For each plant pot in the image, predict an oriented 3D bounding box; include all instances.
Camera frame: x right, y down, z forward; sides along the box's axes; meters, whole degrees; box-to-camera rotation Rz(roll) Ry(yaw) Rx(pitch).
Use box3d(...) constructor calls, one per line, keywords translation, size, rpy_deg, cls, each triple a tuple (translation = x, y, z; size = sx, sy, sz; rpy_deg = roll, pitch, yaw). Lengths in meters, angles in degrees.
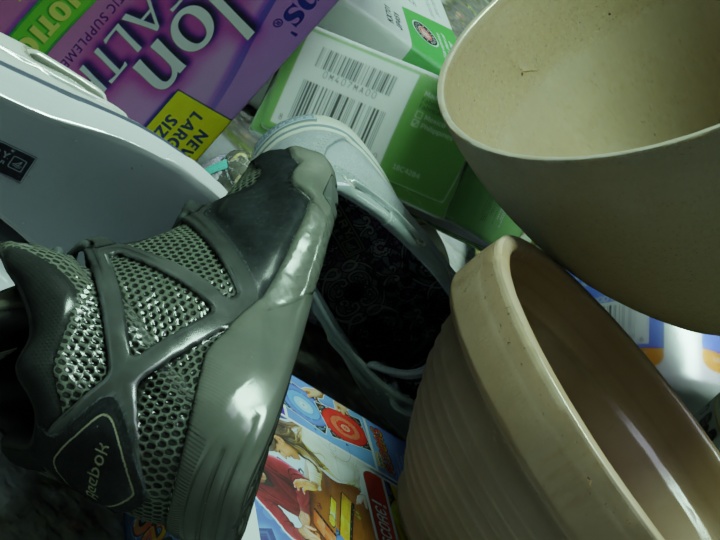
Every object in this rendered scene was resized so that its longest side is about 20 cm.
box3d(translation=(0.079, 0.093, 0.751), size=(0.201, 0.093, 0.201), rpy_deg=(49, 14, -17), cls="plant pot")
box3d(translation=(0.148, -0.052, 0.828), size=(0.200, 0.200, 0.135), rpy_deg=(-98, 164, -59), cls="plant pot")

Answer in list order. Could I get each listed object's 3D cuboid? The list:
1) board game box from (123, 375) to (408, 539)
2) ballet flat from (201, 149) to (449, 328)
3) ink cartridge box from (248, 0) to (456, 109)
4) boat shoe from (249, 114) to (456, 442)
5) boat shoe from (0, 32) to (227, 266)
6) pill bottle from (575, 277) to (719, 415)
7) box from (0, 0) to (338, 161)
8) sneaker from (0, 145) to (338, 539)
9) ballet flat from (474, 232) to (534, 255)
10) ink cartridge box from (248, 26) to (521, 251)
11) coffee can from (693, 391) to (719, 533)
box3d(translation=(-0.021, 0.106, 0.708), size=(0.135, 0.034, 0.200), rpy_deg=(33, 22, -26), cls="board game box")
box3d(translation=(0.000, 0.000, 0.907), size=(0.200, 0.072, 0.072), rpy_deg=(28, 26, -37), cls="ballet flat")
box3d(translation=(-0.047, -0.154, 1.094), size=(0.200, 0.083, 0.147), rpy_deg=(32, 23, -26), cls="ink cartridge box")
box3d(translation=(0.017, 0.027, 0.839), size=(0.201, 0.070, 0.072), rpy_deg=(54, 12, -27), cls="boat shoe")
box3d(translation=(-0.127, -0.051, 0.778), size=(0.200, 0.072, 0.066), rpy_deg=(25, 31, -22), cls="boat shoe")
box3d(translation=(0.147, 0.000, 1.018), size=(0.112, 0.112, 0.200), rpy_deg=(30, 50, -32), cls="pill bottle")
box3d(translation=(-0.111, -0.164, 0.864), size=(0.200, 0.176, 0.097), rpy_deg=(29, 25, -36), cls="box")
box3d(translation=(-0.072, 0.006, 0.687), size=(0.114, 0.076, 0.199), rpy_deg=(18, 37, 0), cls="sneaker")
box3d(translation=(0.099, -0.013, 1.116), size=(0.071, 0.071, 0.200), rpy_deg=(36, 22, -20), cls="ballet flat")
box3d(translation=(0.031, -0.057, 0.978), size=(0.104, 0.059, 0.200), rpy_deg=(25, 0, 17), cls="ink cartridge box")
box3d(translation=(0.203, 0.110, 0.880), size=(0.146, 0.200, 0.146), rpy_deg=(36, 22, -17), cls="coffee can")
